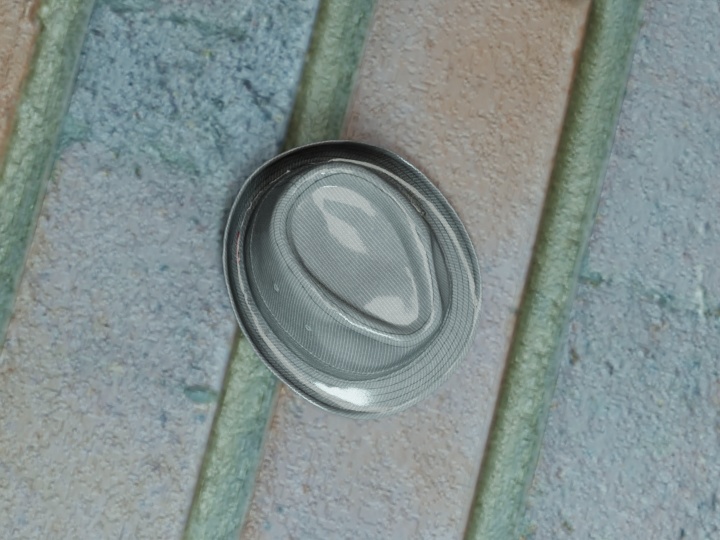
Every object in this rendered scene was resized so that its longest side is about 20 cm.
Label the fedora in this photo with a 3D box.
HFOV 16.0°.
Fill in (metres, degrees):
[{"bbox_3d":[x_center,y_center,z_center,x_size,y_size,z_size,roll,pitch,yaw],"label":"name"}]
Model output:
[{"bbox_3d":[0.000,0.000,1.767,0.176,0.090,0.201,-33,90,-12],"label":"fedora"}]
